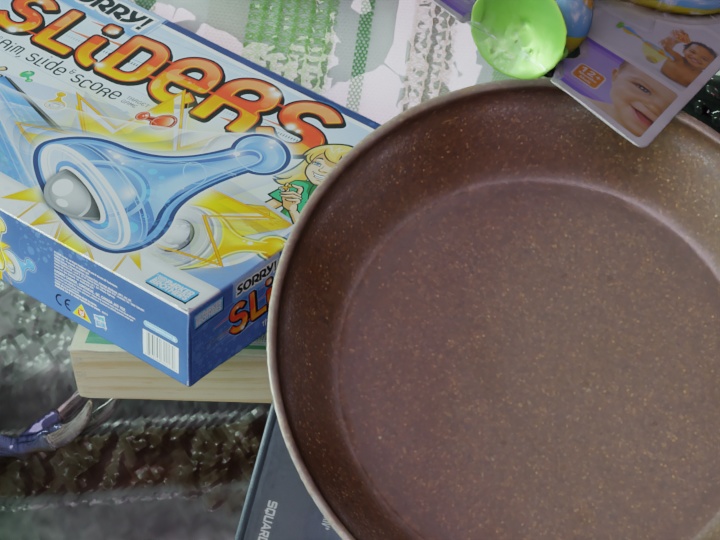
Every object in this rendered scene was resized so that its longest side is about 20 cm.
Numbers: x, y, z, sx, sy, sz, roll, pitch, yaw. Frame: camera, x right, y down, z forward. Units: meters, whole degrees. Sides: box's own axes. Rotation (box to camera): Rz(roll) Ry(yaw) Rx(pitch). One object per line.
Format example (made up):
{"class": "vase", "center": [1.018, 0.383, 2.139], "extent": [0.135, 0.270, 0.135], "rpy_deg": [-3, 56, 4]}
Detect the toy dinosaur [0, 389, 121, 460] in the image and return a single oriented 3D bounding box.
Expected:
{"class": "toy dinosaur", "center": [-0.162, 0.071, 1.016], "extent": [0.199, 0.105, 0.182], "rpy_deg": [11, 124, 27]}

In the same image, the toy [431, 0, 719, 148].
{"class": "toy", "center": [0.101, -0.127, 0.966], "extent": [0.115, 0.200, 0.047], "rpy_deg": [36, 131, 9]}

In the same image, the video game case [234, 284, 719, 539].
{"class": "video game case", "center": [0.061, 0.086, 0.969], "extent": [0.199, 0.019, 0.143], "rpy_deg": [17, 127, 0]}

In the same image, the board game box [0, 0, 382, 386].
{"class": "board game box", "center": [-0.093, -0.042, 0.989], "extent": [0.200, 0.035, 0.135], "rpy_deg": [27, 43, 29]}

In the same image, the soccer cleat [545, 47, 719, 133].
{"class": "soccer cleat", "center": [0.118, -0.100, 1.029], "extent": [0.200, 0.068, 0.073], "rpy_deg": [31, 52, 6]}

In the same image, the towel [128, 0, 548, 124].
{"class": "towel", "center": [0.002, -0.124, 1.079], "extent": [0.199, 0.031, 0.150], "rpy_deg": [8, 84, 8]}

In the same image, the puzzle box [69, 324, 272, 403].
{"class": "puzzle box", "center": [0.000, 0.000, 1.013], "extent": [0.199, 0.025, 0.133], "rpy_deg": [2, 39, 11]}

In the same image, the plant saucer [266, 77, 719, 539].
{"class": "plant saucer", "center": [0.066, 0.033, 0.900], "extent": [0.200, 0.037, 0.201], "rpy_deg": [2, 68, -6]}
